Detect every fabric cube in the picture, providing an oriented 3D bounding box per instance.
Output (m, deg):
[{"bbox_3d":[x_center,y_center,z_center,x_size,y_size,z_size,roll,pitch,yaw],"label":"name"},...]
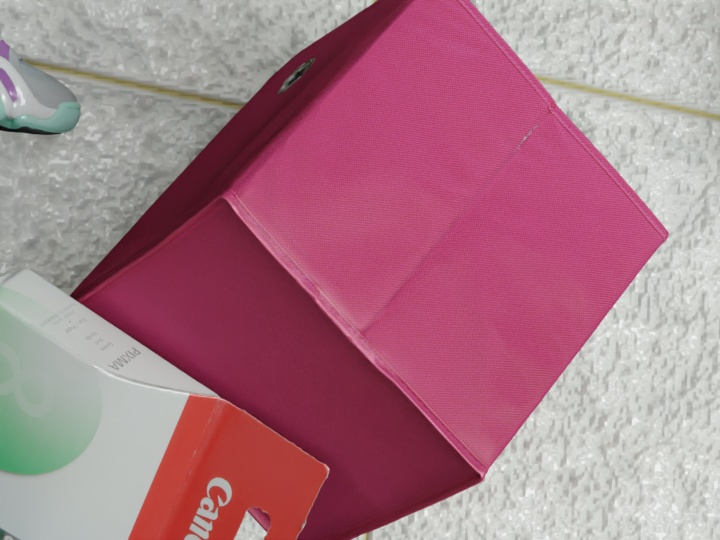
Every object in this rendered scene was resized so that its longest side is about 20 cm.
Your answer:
[{"bbox_3d":[0.000,0.000,1.322,0.200,0.196,0.199,48,55,-10],"label":"fabric cube"}]

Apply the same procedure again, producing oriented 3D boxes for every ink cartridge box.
[{"bbox_3d":[-0.134,0.115,1.316,0.200,0.050,0.161,34,124,14],"label":"ink cartridge box"}]

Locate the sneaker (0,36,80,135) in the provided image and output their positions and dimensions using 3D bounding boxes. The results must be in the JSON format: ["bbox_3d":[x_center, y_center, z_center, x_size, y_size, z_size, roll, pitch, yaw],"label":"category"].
[{"bbox_3d":[-0.228,-0.163,1.353,0.200,0.078,0.140,22,86,-14],"label":"sneaker"}]
